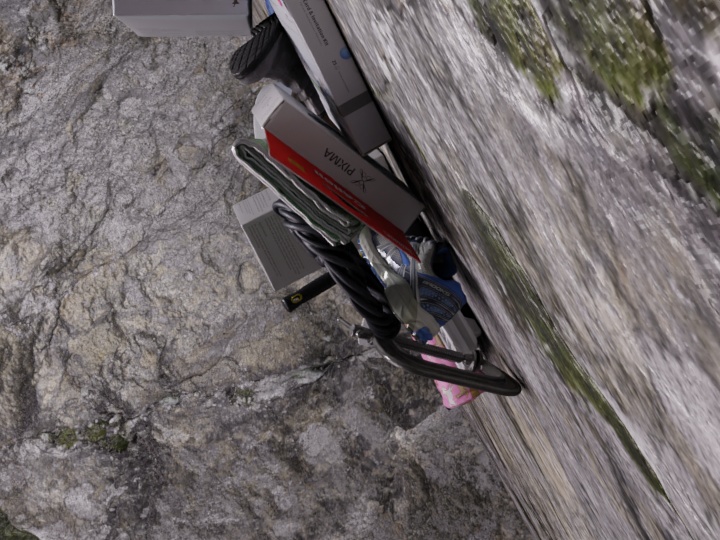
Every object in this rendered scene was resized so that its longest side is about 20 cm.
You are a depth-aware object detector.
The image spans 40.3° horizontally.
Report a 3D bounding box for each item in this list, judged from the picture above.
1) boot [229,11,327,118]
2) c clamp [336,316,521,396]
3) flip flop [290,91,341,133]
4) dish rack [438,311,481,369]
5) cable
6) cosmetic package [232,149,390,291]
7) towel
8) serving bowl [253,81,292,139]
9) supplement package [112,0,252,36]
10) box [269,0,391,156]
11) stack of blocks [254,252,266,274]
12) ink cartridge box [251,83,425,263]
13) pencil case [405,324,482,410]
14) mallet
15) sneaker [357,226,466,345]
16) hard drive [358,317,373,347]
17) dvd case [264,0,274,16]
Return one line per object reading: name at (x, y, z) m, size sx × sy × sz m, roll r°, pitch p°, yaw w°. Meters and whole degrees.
boot at (-0.079, -0.231, 1.162) m, size 0.132 × 0.070 × 0.200 m, roll 53°, pitch -155°, yaw -20°
c clamp at (0.082, 0.095, 1.116) m, size 0.199 × 0.027 × 0.171 m, roll 17°, pitch -172°, yaw -14°
flip flop at (-0.039, -0.183, 1.327) m, size 0.200 × 0.057 × 0.081 m, roll 46°, pitch -135°, yaw -50°
dish rack at (0.110, 0.051, 1.286) m, size 0.172 × 0.043 × 0.200 m, roll 60°, pitch 179°, yaw 13°
cable at (-0.017, -0.008, 1.070) m, size 0.200 × 0.051 × 0.163 m, roll 51°, pitch 179°, yaw -6°
cosmetic package at (-0.049, -0.072, 1.255) m, size 0.108 × 0.199 × 0.085 m, roll 66°, pitch 175°, yaw -26°
towel at (-0.052, -0.094, 1.036) m, size 0.149 × 0.031 × 0.200 m, roll 42°, pitch -167°, yaw 0°
serving bowl at (-0.073, -0.180, 1.405) m, size 0.200 × 0.066 × 0.201 m, roll 43°, pitch -141°, yaw -50°
supplement package at (-0.207, -0.365, 1.167) m, size 0.200 × 0.151 × 0.152 m, roll -125°, pitch 33°, yaw -82°
box at (-0.044, -0.235, 1.046) m, size 0.200 × 0.041 × 0.156 m, roll 60°, pitch 179°, yaw -27°
stack of blocks at (-0.056, -0.051, 1.445) m, size 0.059 × 0.199 × 0.115 m, roll 61°, pitch 179°, yaw -15°
ink cartridge box at (-0.017, -0.106, 1.033) m, size 0.200 × 0.045 × 0.176 m, roll 35°, pitch -169°, yaw -23°
pencil case at (0.119, 0.108, 1.480) m, size 0.083 × 0.086 × 0.201 m, roll -36°, pitch -81°, yaw -52°
mallet at (0.000, 0.000, 1.170) m, size 0.066 × 0.200 × 0.041 m, roll 50°, pitch 163°, yaw 4°
sneaker at (0.063, -0.002, 1.080) m, size 0.077 × 0.085 × 0.200 m, roll 50°, pitch -173°, yaw -39°
hard drive at (0.032, 0.015, 1.383) m, size 0.200 × 0.027 × 0.133 m, roll -71°, pitch -4°, yaw -75°
dvd case at (-0.086, -0.314, 1.356) m, size 0.200 × 0.017 × 0.143 m, roll 60°, pitch 174°, yaw 24°
